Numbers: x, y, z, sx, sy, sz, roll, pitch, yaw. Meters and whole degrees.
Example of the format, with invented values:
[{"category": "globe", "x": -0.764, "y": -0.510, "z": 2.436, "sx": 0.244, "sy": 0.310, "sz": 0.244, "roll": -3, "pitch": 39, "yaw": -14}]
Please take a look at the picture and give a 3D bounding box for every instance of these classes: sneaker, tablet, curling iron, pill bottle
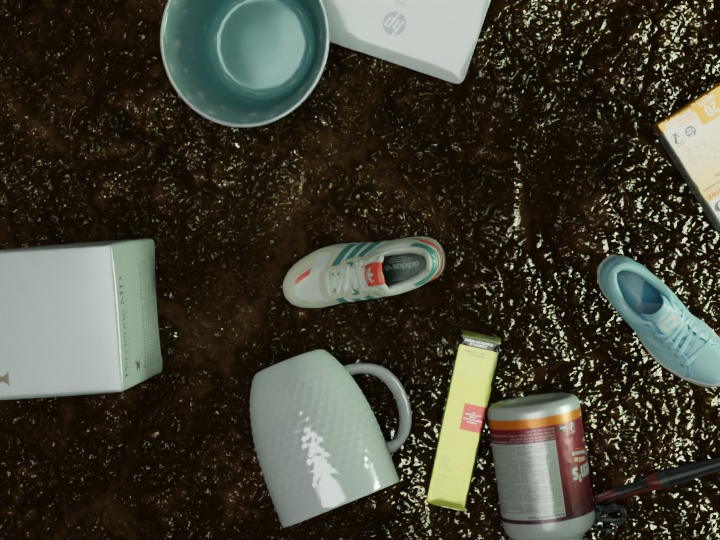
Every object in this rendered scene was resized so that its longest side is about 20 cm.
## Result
[{"category": "sneaker", "x": 0.001, "y": 0.000, "z": 1.742, "sx": 0.198, "sy": 0.093, "sz": 0.071, "roll": -10, "pitch": 91, "yaw": 6}, {"category": "tablet", "x": 0.047, "y": -0.312, "z": 1.765, "sx": 0.199, "sy": 0.014, "sz": 0.131, "roll": 19, "pitch": 94, "yaw": 5}, {"category": "curling iron", "x": 0.354, "y": 0.257, "z": 1.749, "sx": 0.199, "sy": 0.026, "sz": 0.050, "roll": -25, "pitch": 83, "yaw": 7}, {"category": "sneaker", "x": 0.349, "y": 0.064, "z": 1.714, "sx": 0.200, "sy": 0.082, "sz": 0.074, "roll": 41, "pitch": 96, "yaw": 3}, {"category": "pill bottle", "x": 0.212, "y": 0.249, "z": 1.722, "sx": 0.109, "sy": 0.110, "sz": 0.202, "roll": -8, "pitch": 92, "yaw": 6}]

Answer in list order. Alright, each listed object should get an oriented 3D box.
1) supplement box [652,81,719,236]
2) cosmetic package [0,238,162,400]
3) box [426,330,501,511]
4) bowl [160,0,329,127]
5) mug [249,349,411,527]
[{"category": "supplement box", "x": 0.439, "y": -0.115, "z": 1.701, "sx": 0.126, "sy": 0.074, "sz": 0.201, "roll": -33, "pitch": 89, "yaw": 7}, {"category": "cosmetic package", "x": -0.335, "y": 0.053, "z": 1.725, "sx": 0.165, "sy": 0.200, "sz": 0.169, "roll": -3, "pitch": 93, "yaw": 6}, {"category": "box", "x": 0.121, "y": 0.174, "z": 1.747, "sx": 0.050, "sy": 0.075, "sz": 0.202, "roll": 13, "pitch": 93, "yaw": 5}, {"category": "bowl", "x": -0.124, "y": -0.266, "z": 1.735, "sx": 0.199, "sy": 0.105, "sz": 0.203, "roll": 1, "pitch": 94, "yaw": 9}, {"category": "mug", "x": -0.031, "y": 0.181, "z": 1.740, "sx": 0.199, "sy": 0.148, "sz": 0.177, "roll": -18, "pitch": 82, "yaw": -24}]
